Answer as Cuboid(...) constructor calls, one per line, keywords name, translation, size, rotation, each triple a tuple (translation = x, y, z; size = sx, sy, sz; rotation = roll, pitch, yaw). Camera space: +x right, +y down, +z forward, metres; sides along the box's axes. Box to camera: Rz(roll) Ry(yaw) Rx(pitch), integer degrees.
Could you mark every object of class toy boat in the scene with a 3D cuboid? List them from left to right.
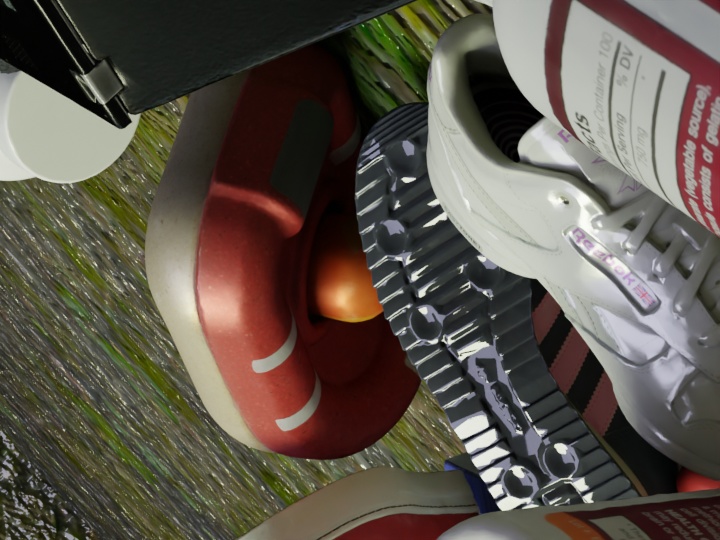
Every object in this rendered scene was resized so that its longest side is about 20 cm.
Cuboid(name="toy boat", translation=(0.000, 0.000, 1.057), size=(0.131, 0.131, 0.200), rotation=(9, 154, 16))

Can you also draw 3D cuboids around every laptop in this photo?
Cuboid(name="laptop", translation=(-0.093, -0.152, 0.827), size=(0.200, 0.116, 0.187), rotation=(30, 159, 41))

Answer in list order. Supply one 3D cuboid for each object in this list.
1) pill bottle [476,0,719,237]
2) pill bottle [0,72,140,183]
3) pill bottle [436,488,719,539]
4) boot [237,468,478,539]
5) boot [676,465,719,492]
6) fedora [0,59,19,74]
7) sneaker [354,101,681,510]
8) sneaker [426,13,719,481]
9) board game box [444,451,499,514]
Cuboid(name="pill bottle", translation=(0.103, -0.057, 0.555), size=(0.200, 0.113, 0.113), rotation=(38, 164, 30))
Cuboid(name="pill bottle", translation=(-0.188, -0.106, 1.275), size=(0.200, 0.104, 0.104), rotation=(29, 159, 50))
Cuboid(name="pill bottle", translation=(0.121, 0.125, 0.819), size=(0.114, 0.200, 0.114), rotation=(5, 96, 57))
Cuboid(name="boot", translation=(0.020, 0.163, 1.129), size=(0.200, 0.072, 0.144), rotation=(5, -121, -62))
Cuboid(name="boot", translation=(0.159, 0.172, 0.981), size=(0.200, 0.144, 0.072), rotation=(49, 167, -10))
Cuboid(name="fedora", translation=(-0.140, -0.141, 1.057), size=(0.201, 0.092, 0.201), rotation=(42, 166, 13))
Cuboid(name="sneaker", translation=(0.063, 0.022, 1.002), size=(0.070, 0.082, 0.200), rotation=(-20, 99, 28))
Cuboid(name="sneaker", translation=(0.090, -0.005, 0.816), size=(0.200, 0.075, 0.100), rotation=(40, 166, 23))
Cuboid(name="board game box", translation=(0.117, 0.195, 1.204), size=(0.200, 0.041, 0.200), rotation=(18, 121, 62))
